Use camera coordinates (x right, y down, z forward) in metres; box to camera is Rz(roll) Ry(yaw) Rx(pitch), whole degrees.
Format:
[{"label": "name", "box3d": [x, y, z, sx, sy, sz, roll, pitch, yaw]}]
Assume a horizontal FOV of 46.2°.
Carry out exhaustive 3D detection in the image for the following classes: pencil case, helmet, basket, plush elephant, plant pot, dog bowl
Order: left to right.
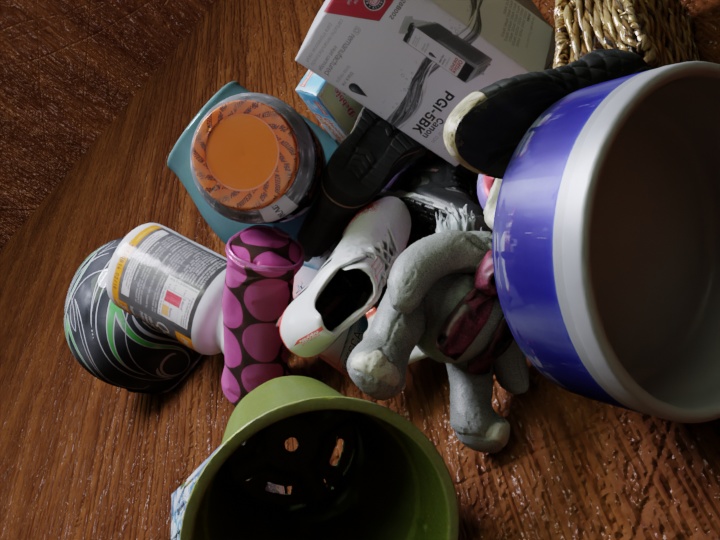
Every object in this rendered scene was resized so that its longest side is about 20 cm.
[{"label": "helmet", "box3d": [-0.316, 0.059, 1.174, 0.199, 0.190, 0.202, -36, 32, 27]}, {"label": "plant pot", "box3d": [-0.127, -0.119, 1.038, 0.201, 0.187, 0.200, -50, 6, 7]}, {"label": "pencil case", "box3d": [-0.101, 0.050, 0.876, 0.094, 0.090, 0.202, -40, -31, -46]}, {"label": "plant pot", "box3d": [-0.045, 0.169, 0.672, 0.201, 0.199, 0.190, -51, 17, 0]}, {"label": "plush elephant", "box3d": [0.109, 0.017, 0.610, 0.153, 0.164, 0.202, -18, 45, 40]}, {"label": "basket", "box3d": [0.197, -0.179, 0.729, 0.148, 0.142, 0.202, -27, 36, 36]}, {"label": "dog bowl", "box3d": [0.178, -0.016, 0.508, 0.078, 0.199, 0.202, 4, 60, 60]}]

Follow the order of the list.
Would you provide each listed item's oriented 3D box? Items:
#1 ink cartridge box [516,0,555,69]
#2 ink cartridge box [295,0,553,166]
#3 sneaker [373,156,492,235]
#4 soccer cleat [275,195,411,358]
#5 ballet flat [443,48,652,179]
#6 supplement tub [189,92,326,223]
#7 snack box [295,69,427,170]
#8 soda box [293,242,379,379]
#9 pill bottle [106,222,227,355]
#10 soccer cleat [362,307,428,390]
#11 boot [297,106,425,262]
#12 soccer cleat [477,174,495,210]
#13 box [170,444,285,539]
[{"label": "ink cartridge box", "box3d": [0.103, -0.266, 0.903, 0.088, 0.200, 0.145, -52, 27, -18]}, {"label": "ink cartridge box", "box3d": [0.060, -0.214, 0.803, 0.147, 0.198, 0.084, -45, 20, 48]}, {"label": "sneaker", "box3d": [0.085, -0.083, 0.865, 0.088, 0.076, 0.200, -49, 27, -7]}, {"label": "soccer cleat", "box3d": [0.000, 0.000, 0.773, 0.200, 0.069, 0.085, -50, 15, -32]}, {"label": "ballet flat", "box3d": [0.124, -0.104, 0.559, 0.198, 0.067, 0.056, -20, 33, -36]}, {"label": "supplement tub", "box3d": [-0.100, -0.108, 0.846, 0.123, 0.122, 0.200, -49, 1, 5]}, {"label": "snack box", "box3d": [0.017, -0.182, 0.949, 0.037, 0.200, 0.117, 23, 74, 38]}, {"label": "soda box", "box3d": [-0.027, 0.031, 0.910, 0.068, 0.063, 0.200, -47, 29, 9]}, {"label": "pill bottle", "box3d": [-0.199, 0.031, 1.021, 0.198, 0.117, 0.117, 26, 75, 19]}, {"label": "soccer cleat", "box3d": [0.094, 0.028, 0.740, 0.198, 0.078, 0.069, -32, -6, 3]}, {"label": "boot", "box3d": [0.002, -0.107, 0.902, 0.200, 0.077, 0.139, -44, -6, -38]}, {"label": "soccer cleat", "box3d": [0.137, -0.089, 0.779, 0.077, 0.066, 0.201, -57, 5, 37]}, {"label": "box", "box3d": [-0.130, 0.256, 0.828, 0.137, 0.040, 0.201, -46, 28, 15]}]
